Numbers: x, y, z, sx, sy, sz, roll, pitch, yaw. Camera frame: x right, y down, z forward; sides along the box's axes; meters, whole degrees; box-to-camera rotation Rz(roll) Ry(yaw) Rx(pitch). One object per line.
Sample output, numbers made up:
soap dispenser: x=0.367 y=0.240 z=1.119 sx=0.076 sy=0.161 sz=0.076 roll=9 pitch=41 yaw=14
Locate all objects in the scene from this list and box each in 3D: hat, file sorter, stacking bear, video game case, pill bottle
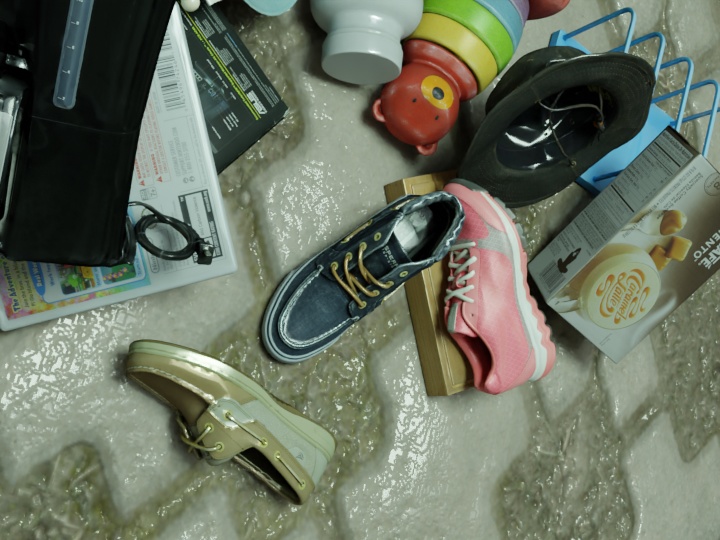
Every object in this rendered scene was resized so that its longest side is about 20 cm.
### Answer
hat: x=0.166 y=-0.150 z=0.886 sx=0.197 sy=0.201 sz=0.082 roll=-3 pitch=56 yaw=-32
file sorter: x=0.296 y=-0.161 z=1.025 sx=0.198 sy=0.122 sz=0.141 roll=29 pitch=69 yaw=-25
stacking bear: x=0.088 y=-0.208 z=0.908 sx=0.121 sy=0.113 sz=0.202 roll=37 pitch=77 yaw=-19
video game case: x=-0.197 y=-0.075 z=0.699 sx=0.179 sy=0.024 sz=0.204 roll=-14 pitch=103 yaw=-9
pill bottle: x=0.009 y=-0.277 z=0.867 sx=0.103 sy=0.104 sz=0.204 roll=11 pitch=78 yaw=-30

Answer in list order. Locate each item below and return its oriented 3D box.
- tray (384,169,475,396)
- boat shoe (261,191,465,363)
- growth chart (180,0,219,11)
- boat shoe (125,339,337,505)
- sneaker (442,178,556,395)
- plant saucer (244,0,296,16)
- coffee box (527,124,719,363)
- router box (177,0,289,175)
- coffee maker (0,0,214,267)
tray: x=0.091 y=0.008 z=0.923 sx=0.097 sy=0.037 sz=0.204 roll=-12 pitch=91 yaw=-33
boat shoe: x=0.000 y=0.000 z=0.818 sx=0.200 sy=0.091 sz=0.071 roll=-43 pitch=99 yaw=-16
growth chart: x=-0.139 y=-0.265 z=0.754 sx=0.146 sy=0.018 sz=0.200 roll=56 pitch=19 yaw=-8
boat shoe: x=-0.104 y=0.122 z=0.762 sx=0.199 sy=0.074 sz=0.067 roll=34 pitch=62 yaw=-24
sneaker: x=0.109 y=0.018 z=0.871 sx=0.086 sy=0.073 sz=0.203 roll=-25 pitch=96 yaw=-28
plant saucer: x=-0.089 y=-0.307 z=0.766 sx=0.200 sy=0.038 sz=0.206 roll=4 pitch=90 yaw=-69
coffee box: x=0.280 y=-0.024 z=0.957 sx=0.114 sy=0.080 sz=0.200 roll=37 pitch=107 yaw=-23
router box: x=-0.171 y=-0.157 z=0.762 sx=0.150 sy=0.062 sz=0.201 roll=-44 pitch=107 yaw=-29
coffee maker: x=-0.172 y=-0.119 z=0.606 sx=0.190 sy=0.135 sz=0.203 roll=-1 pitch=122 yaw=-41
